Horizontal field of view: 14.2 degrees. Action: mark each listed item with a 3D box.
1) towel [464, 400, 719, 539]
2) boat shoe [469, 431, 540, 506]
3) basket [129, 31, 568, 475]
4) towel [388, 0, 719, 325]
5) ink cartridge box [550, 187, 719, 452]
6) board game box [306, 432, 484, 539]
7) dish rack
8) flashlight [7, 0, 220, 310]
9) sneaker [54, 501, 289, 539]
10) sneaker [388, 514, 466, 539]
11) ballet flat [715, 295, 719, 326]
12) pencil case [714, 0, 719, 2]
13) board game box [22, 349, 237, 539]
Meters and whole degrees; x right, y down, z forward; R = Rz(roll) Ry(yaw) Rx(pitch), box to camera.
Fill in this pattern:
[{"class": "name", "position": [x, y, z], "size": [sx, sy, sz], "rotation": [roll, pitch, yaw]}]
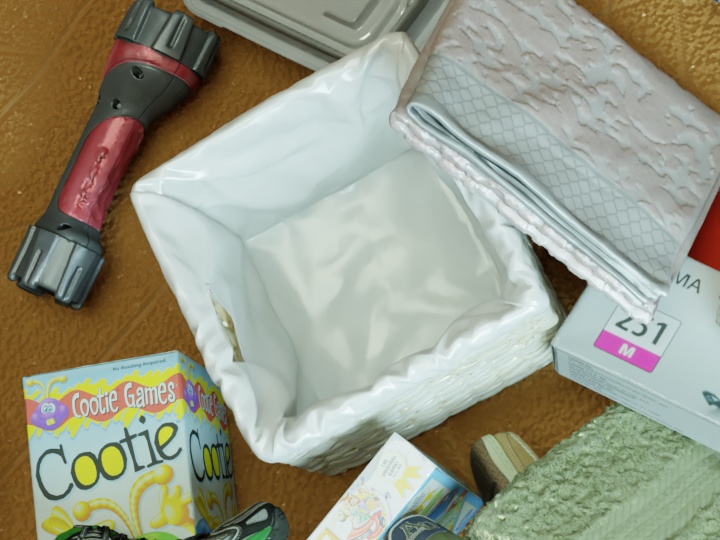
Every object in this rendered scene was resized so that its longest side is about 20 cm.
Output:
[{"class": "towel", "position": [0.170, 0.143, 1.682], "size": [0.200, 0.037, 0.148], "rotation": [-33, 64, -33]}, {"class": "boat shoe", "position": [0.142, 0.173, 1.722], "size": [0.076, 0.072, 0.200], "rotation": [-31, 76, -9]}, {"class": "basket", "position": [0.000, 0.000, 1.744], "size": [0.200, 0.161, 0.198], "rotation": [-29, 72, 6]}, {"class": "towel", "position": [0.124, -0.087, 1.701], "size": [0.200, 0.191, 0.032], "rotation": [38, 131, -8]}, {"class": "ink cartridge box", "position": [0.241, 0.026, 1.710], "size": [0.200, 0.044, 0.174], "rotation": [26, 68, 18]}, {"class": "board game box", "position": [-0.014, 0.194, 1.717], "size": [0.034, 0.134, 0.200], "rotation": [39, 89, 19]}, {"class": "dish rack", "position": [-0.015, -0.216, 1.825], "size": [0.200, 0.044, 0.172], "rotation": [28, 77, 35]}, {"class": "flashlight", "position": [-0.159, -0.073, 1.854], "size": [0.068, 0.068, 0.200], "rotation": [22, 82, 16]}, {"class": "sneaker", "position": [-0.136, 0.177, 1.673], "size": [0.200, 0.078, 0.085], "rotation": [-23, 72, 8]}, {"class": "sneaker", "position": [0.050, 0.224, 1.686], "size": [0.067, 0.200, 0.090], "rotation": [-25, 46, -25]}, {"class": "ballet flat", "position": [0.284, -0.019, 1.680], "size": [0.076, 0.064, 0.200], "rotation": [35, 59, 24]}, {"class": "pencil case", "position": [0.270, -0.140, 1.705], "size": [0.085, 0.092, 0.200], "rotation": [-64, 30, 31]}, {"class": "board game box", "position": [-0.134, 0.162, 1.771], "size": [0.103, 0.105, 0.200], "rotation": [-10, 76, 12]}]
